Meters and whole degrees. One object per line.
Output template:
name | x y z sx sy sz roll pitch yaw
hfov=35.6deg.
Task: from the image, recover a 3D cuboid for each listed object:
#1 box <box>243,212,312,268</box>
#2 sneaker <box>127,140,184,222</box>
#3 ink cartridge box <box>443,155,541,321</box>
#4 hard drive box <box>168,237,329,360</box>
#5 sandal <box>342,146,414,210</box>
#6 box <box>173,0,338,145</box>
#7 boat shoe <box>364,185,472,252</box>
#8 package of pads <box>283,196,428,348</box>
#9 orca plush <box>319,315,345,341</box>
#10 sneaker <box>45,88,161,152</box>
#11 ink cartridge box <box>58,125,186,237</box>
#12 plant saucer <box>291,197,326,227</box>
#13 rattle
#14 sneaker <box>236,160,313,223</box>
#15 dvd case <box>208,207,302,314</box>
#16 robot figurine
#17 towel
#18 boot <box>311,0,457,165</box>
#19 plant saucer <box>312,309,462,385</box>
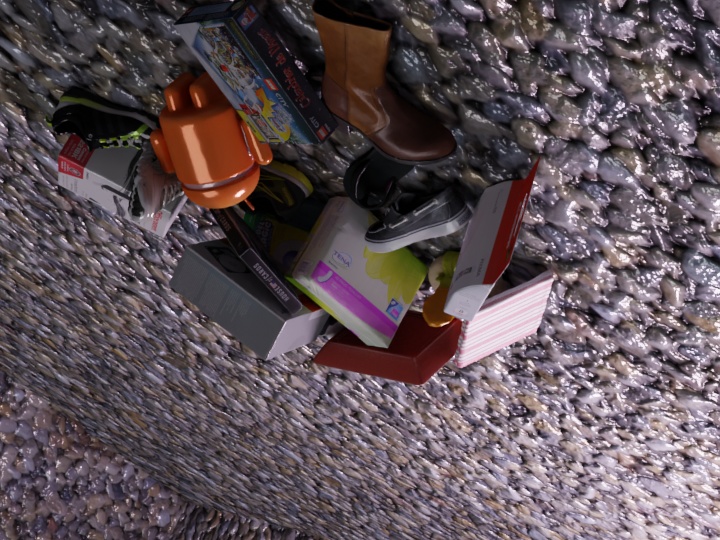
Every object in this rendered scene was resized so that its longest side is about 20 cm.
box | -0.109 -0.022 1.800 0.200 0.118 0.048 20 -161 11
sneaker | -0.287 -0.127 1.610 0.081 0.200 0.075 14 118 -10
ink cartridge box | 0.166 -0.044 1.441 0.057 0.163 0.200 18 155 3
hard drive box | -0.164 0.037 1.708 0.200 0.077 0.156 36 -158 17
sandal | 0.018 -0.125 1.548 0.075 0.048 0.200 27 155 -6
box | -0.130 -0.243 1.399 0.136 0.038 0.200 9 143 49
boat shoe | 0.067 -0.077 1.575 0.200 0.072 0.068 -12 119 52
package of pads | 0.000 0.000 1.690 0.200 0.155 0.068 41 158 -32
orca plush | -0.058 0.089 1.862 0.071 0.105 0.200 31 -160 19
sneaker | -0.384 -0.206 1.713 0.200 0.083 0.072 20 156 9
ink cartridge box | -0.382 -0.149 1.817 0.200 0.084 0.144 27 160 -7
plant saucer | -0.127 -0.108 1.755 0.200 0.019 0.070 20 155 12
rattle | 0.150 0.071 1.723 0.130 0.143 0.200 10 150 -2
sneaker | -0.173 -0.132 1.666 0.200 0.085 0.075 18 154 14
dvd case | -0.165 -0.038 1.640 0.150 0.025 0.200 51 180 -43
robot figurine | -0.207 -0.171 1.538 0.117 0.144 0.200 -134 26 -60
towel | 0.210 0.072 1.685 0.030 0.146 0.200 60 166 24
boot | 0.033 -0.227 1.334 0.188 0.069 0.200 31 153 18
plant saucer | 0.055 0.110 1.794 0.200 0.200 0.037 10 116 29
